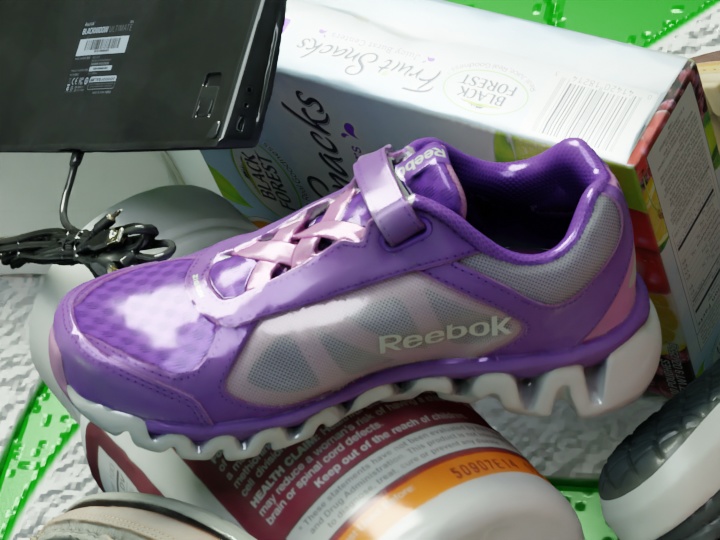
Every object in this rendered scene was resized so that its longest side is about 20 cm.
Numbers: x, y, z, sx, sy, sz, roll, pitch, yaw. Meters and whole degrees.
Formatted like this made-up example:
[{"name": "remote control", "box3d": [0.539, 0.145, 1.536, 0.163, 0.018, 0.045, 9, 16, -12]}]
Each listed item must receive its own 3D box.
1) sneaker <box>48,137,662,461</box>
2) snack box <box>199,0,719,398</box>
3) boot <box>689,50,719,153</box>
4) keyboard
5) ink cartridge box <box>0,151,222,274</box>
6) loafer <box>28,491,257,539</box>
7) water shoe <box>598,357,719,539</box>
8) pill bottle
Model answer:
[{"name": "sneaker", "box3d": [0.000, 0.000, 0.791, 0.198, 0.089, 0.081, -7, 43, -9]}, {"name": "snack box", "box3d": [0.034, -0.034, 0.903, 0.199, 0.143, 0.053, 18, 60, 29]}, {"name": "boot", "box3d": [0.212, -0.088, 0.947, 0.199, 0.073, 0.167, 1, 38, 33]}, {"name": "keyboard", "box3d": [-0.090, -0.052, 0.879, 0.199, 0.021, 0.128, 3, 75, 56]}, {"name": "ink cartridge box", "box3d": [-0.109, -0.104, 1.043, 0.144, 0.084, 0.201, 0, 55, 20]}, {"name": "loafer", "box3d": [-0.040, 0.127, 0.759, 0.199, 0.072, 0.063, 25, 33, 35]}, {"name": "water shoe", "box3d": [0.163, 0.051, 0.854, 0.199, 0.071, 0.079, -34, 94, -28]}, {"name": "pill bottle", "box3d": [-0.025, 0.063, 0.870, 0.114, 0.114, 0.200, -38, 52, -11]}]
